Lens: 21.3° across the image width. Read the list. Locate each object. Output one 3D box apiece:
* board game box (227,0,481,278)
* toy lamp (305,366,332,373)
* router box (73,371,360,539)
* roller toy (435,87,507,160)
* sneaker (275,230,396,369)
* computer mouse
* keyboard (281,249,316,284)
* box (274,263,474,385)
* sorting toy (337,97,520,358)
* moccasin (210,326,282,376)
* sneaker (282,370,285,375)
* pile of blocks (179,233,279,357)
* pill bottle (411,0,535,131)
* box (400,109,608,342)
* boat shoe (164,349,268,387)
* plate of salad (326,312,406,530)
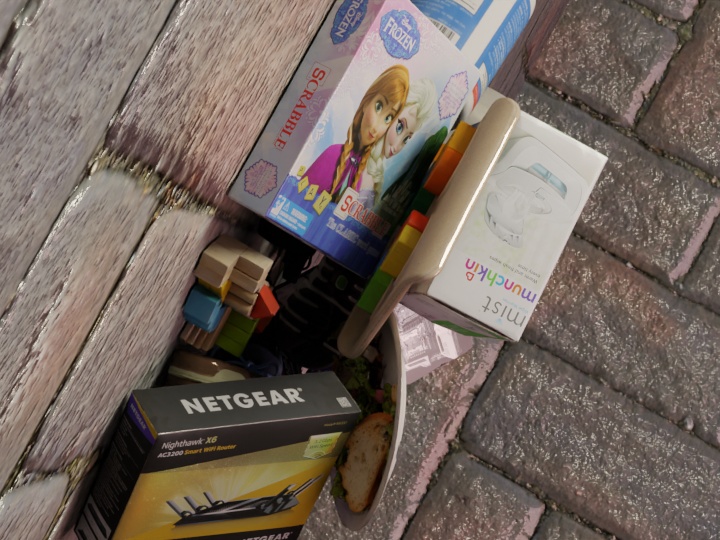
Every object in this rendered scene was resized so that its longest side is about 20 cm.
[{"bbox_3d":[0.001,-0.110,1.507,0.200,0.041,0.200,-61,153,-1],"label":"board game box"},{"bbox_3d":[-0.020,0.009,1.814,0.058,0.058,0.201,-13,106,-83],"label":"toy lamp"},{"bbox_3d":[-0.116,0.162,1.553,0.199,0.052,0.158,-4,132,-37],"label":"router box"},{"bbox_3d":[0.094,-0.103,1.998,0.201,0.182,0.140,-62,173,18],"label":"roller toy"},{"bbox_3d":[0.000,0.000,1.752,0.116,0.076,0.200,-47,172,-51],"label":"sneaker"},{"bbox_3d":[-0.067,-0.019,1.637,0.034,0.058,0.200,-77,-171,-45],"label":"computer mouse"},{"bbox_3d":[-0.039,-0.082,1.747,0.104,0.039,0.200,-92,-157,-56],"label":"keyboard"},{"bbox_3d":[0.011,0.051,1.919,0.199,0.050,0.158,-27,126,-22],"label":"box"},{"bbox_3d":[0.047,-0.036,1.552,0.186,0.036,0.200,-62,-173,-27],"label":"sorting toy"},{"bbox_3d":[-0.112,0.095,1.772,0.200,0.080,0.068,-88,-161,-71],"label":"moccasin"},{"bbox_3d":[-0.094,0.104,1.951,0.202,0.067,0.108,-61,175,-43],"label":"sneaker"},{"bbox_3d":[-0.101,0.033,1.545,0.082,0.062,0.200,-60,174,-11],"label":"pile of blocks"},{"bbox_3d":[0.089,-0.228,1.699,0.200,0.112,0.112,-57,173,-30],"label":"pill bottle"},{"bbox_3d":[0.110,-0.037,1.662,0.177,0.096,0.200,-64,-172,-5],"label":"box"},{"bbox_3d":[-0.105,0.123,1.629,0.202,0.074,0.075,24,80,-54],"label":"boat shoe"},{"bbox_3d":[-0.005,0.121,1.635,0.200,0.048,0.201,-173,-90,-74],"label":"plate of salad"}]
